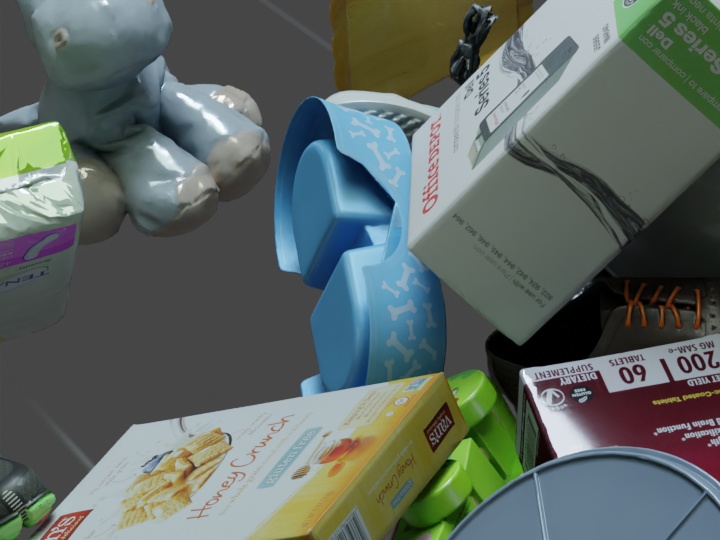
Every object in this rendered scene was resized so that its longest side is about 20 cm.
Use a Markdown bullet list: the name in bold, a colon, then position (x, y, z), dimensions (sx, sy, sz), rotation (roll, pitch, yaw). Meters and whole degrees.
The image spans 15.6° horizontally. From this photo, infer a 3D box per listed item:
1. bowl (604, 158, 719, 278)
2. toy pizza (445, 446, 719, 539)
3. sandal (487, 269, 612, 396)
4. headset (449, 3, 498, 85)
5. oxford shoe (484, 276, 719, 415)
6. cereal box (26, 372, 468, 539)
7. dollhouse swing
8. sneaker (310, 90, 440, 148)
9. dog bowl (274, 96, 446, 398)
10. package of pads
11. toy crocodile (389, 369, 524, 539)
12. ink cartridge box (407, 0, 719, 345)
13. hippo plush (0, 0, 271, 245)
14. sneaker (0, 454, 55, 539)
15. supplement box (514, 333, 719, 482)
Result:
- **bowl**: position (0.217, -0.066, 1.417), dimensions (0.200, 0.091, 0.202), rotation (-2, 38, 1)
- **toy pizza**: position (0.095, 0.172, 1.133), dimensions (0.199, 0.032, 0.201), rotation (-22, 51, 29)
- **sandal**: position (0.139, 0.008, 1.472), dimensions (0.075, 0.045, 0.200), rotation (21, 57, 33)
- **headset**: position (0.153, -0.112, 1.599), dimensions (0.199, 0.094, 0.124), rotation (10, 49, -5)
- **oxford shoe**: position (0.158, 0.035, 1.329), dimensions (0.199, 0.073, 0.071), rotation (-19, 46, 23)
- **cereal box**: position (-0.063, 0.112, 1.258), dimensions (0.199, 0.040, 0.144), rotation (-12, 23, 34)
- **dollhouse swing**: position (0.015, -0.225, 1.717), dimensions (0.175, 0.201, 0.182), rotation (-21, 35, -25)
- **sneaker**: position (0.056, -0.062, 1.530), dimensions (0.199, 0.074, 0.082), rotation (22, 21, -22)
- **dog bowl**: position (0.000, 0.000, 1.407), dimensions (0.049, 0.112, 0.201), rotation (3, 54, -20)
- **package of pads**: position (-0.253, 0.000, 1.427), dimensions (0.199, 0.155, 0.068), rotation (-15, 70, -17)
- **toy crocodile**: position (0.046, 0.112, 1.290), dimensions (0.062, 0.068, 0.200), rotation (-25, 23, 26)
- **ink cartridge box**: position (0.118, -0.080, 1.332), dimensions (0.084, 0.200, 0.146), rotation (40, 21, -15)
- **hippo plush**: position (-0.140, -0.129, 1.611), dimensions (0.158, 0.162, 0.200), rotation (-12, 32, -13)
- **sneaker**: position (-0.230, 0.087, 1.331), dimensions (0.077, 0.084, 0.200), rotation (-32, 37, -32)
- **supplement box**: position (0.150, 0.126, 1.220), dimensions (0.108, 0.061, 0.201), rotation (-10, 46, -11)
